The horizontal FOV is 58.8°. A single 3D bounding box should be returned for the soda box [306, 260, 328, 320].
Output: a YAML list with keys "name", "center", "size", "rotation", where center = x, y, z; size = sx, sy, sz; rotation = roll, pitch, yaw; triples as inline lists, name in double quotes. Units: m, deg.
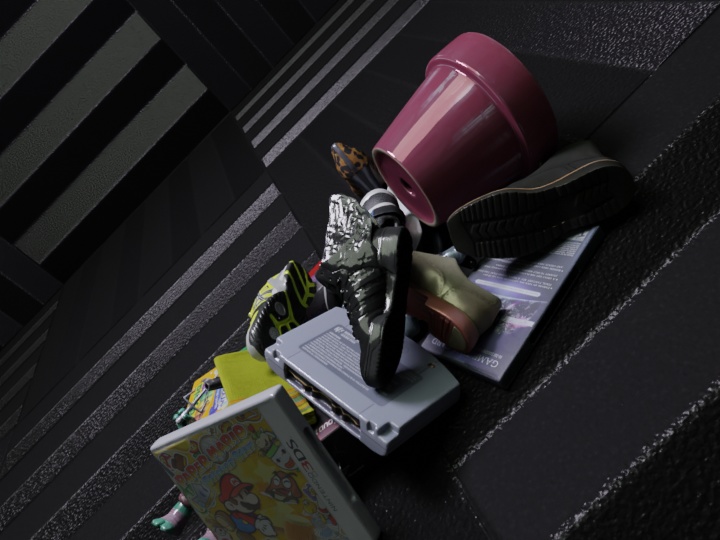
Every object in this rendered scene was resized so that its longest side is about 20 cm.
- name: "soda box"
  center: [-0.055, 0.039, 0.958]
  size: [0.200, 0.063, 0.070]
  rotation: [-45, 28, 1]

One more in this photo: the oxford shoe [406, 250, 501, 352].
- name: "oxford shoe"
  center: [0.071, 0.010, 0.728]
  size: [0.074, 0.071, 0.199]
  rotation: [-39, 60, -20]

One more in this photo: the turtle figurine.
- name: "turtle figurine"
  center: [-0.177, 0.243, 0.817]
  size: [0.147, 0.101, 0.203]
  rotation: [3, 62, 35]

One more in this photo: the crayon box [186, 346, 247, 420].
- name: "crayon box"
  center: [-0.204, 0.198, 0.970]
  size: [0.198, 0.052, 0.127]
  rotation: [-35, 29, 22]

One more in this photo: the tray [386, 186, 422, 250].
- name: "tray"
  center: [0.050, -0.063, 0.931]
  size: [0.202, 0.022, 0.109]
  rotation: [-96, 21, -56]

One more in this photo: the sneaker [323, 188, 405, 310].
- name: "sneaker"
  center: [0.000, 0.000, 0.847]
  size: [0.112, 0.072, 0.203]
  rotation: [-101, 29, -64]

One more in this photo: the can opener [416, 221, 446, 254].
- name: "can opener"
  center: [0.092, -0.070, 0.902]
  size: [0.062, 0.079, 0.203]
  rotation: [-19, 46, 28]

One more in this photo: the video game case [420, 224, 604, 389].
- name: "video game case"
  center: [0.165, 0.026, 0.715]
  size: [0.201, 0.019, 0.142]
  rotation: [-54, 28, -12]

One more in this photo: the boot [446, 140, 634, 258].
- name: "boot"
  center: [0.198, -0.086, 0.738]
  size: [0.196, 0.079, 0.139]
  rotation: [-13, 25, 13]

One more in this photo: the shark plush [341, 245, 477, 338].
- name: "shark plush"
  center: [0.073, 0.015, 0.779]
  size: [0.198, 0.083, 0.092]
  rotation: [-33, 30, 30]

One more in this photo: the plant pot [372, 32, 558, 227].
- name: "plant pot"
  center: [0.120, -0.162, 0.812]
  size: [0.178, 0.201, 0.200]
  rotation: [-41, 27, -7]

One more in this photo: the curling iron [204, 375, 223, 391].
- name: "curling iron"
  center: [-0.124, 0.130, 0.855]
  size: [0.049, 0.026, 0.198]
  rotation: [-12, 2, 40]

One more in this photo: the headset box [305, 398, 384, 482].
- name: "headset box"
  center: [-0.055, 0.183, 0.754]
  size: [0.148, 0.075, 0.201]
  rotation: [-40, 28, 13]

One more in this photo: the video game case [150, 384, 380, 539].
- name: "video game case"
  center: [-0.103, 0.224, 0.657]
  size: [0.198, 0.184, 0.023]
  rotation: [-27, 12, 32]

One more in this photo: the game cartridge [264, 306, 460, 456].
- name: "game cartridge"
  center: [0.004, 0.110, 0.697]
  size: [0.132, 0.041, 0.198]
  rotation: [-28, 40, -34]

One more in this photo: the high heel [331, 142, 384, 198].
- name: "high heel"
  center: [-0.013, -0.189, 1.116]
  size: [0.071, 0.143, 0.201]
  rotation: [-41, 28, 6]

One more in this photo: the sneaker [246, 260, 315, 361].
- name: "sneaker"
  center: [-0.114, 0.065, 0.857]
  size: [0.076, 0.076, 0.201]
  rotation: [-35, 15, 22]

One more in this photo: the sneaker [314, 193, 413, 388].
- name: "sneaker"
  center: [-0.003, 0.018, 0.681]
  size: [0.102, 0.060, 0.204]
  rotation: [3, 75, 26]

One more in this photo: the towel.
- name: "towel"
  center: [-0.118, 0.134, 0.751]
  size: [0.084, 0.018, 0.200]
  rotation: [-7, 18, -19]
